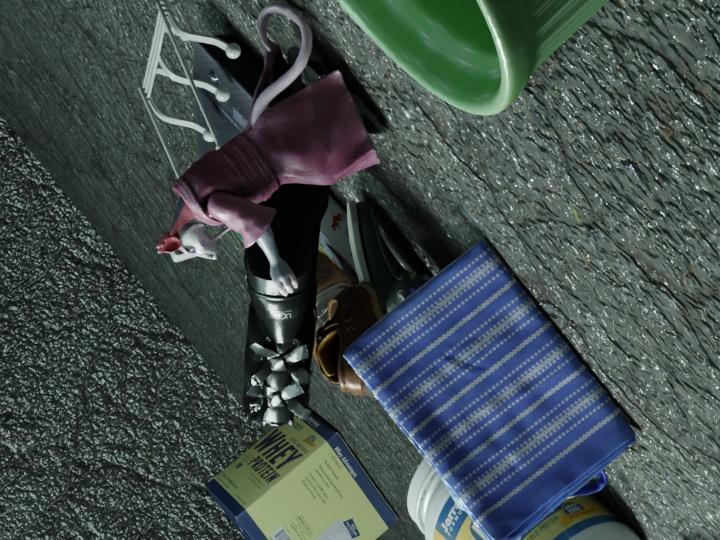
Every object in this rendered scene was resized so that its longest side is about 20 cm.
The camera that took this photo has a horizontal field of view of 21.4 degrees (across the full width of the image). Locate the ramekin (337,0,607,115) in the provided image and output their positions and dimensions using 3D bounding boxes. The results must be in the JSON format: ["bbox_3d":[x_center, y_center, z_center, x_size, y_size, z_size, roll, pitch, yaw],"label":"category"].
[{"bbox_3d":[0.041,-0.182,0.918,0.200,0.098,0.200,48,169,13],"label":"ramekin"}]

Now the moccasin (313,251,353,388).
[{"bbox_3d":[-0.031,0.047,1.842,0.078,0.074,0.201,55,177,34],"label":"moccasin"}]

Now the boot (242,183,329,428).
[{"bbox_3d":[-0.065,0.020,1.597,0.198,0.073,0.163,-88,0,-52],"label":"boot"}]

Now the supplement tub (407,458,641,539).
[{"bbox_3d":[0.150,0.245,1.753,0.200,0.145,0.145,41,165,41],"label":"supplement tub"}]

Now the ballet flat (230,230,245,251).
[{"bbox_3d":[-0.075,-0.023,2.009,0.200,0.071,0.071,46,168,23],"label":"ballet flat"}]

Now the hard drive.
[{"bbox_3d":[-0.100,-0.118,1.752,0.135,0.042,0.200,46,155,25],"label":"hard drive"}]

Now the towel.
[{"bbox_3d":[0.100,0.098,1.476,0.200,0.145,0.024,51,-175,-2],"label":"towel"}]

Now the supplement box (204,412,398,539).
[{"bbox_3d":[-0.090,0.357,2.935,0.200,0.200,0.134,57,168,-28],"label":"supplement box"}]

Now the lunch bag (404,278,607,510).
[{"bbox_3d":[0.100,0.102,1.579,0.170,0.127,0.200,-179,67,-80],"label":"lunch bag"}]

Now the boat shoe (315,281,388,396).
[{"bbox_3d":[-0.007,0.058,1.612,0.200,0.067,0.072,-131,31,-72],"label":"boat shoe"}]

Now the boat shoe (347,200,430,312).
[{"bbox_3d":[0.037,0.026,1.716,0.073,0.062,0.200,-109,2,-80],"label":"boat shoe"}]

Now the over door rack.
[{"bbox_3d":[-0.140,-0.128,1.648,0.148,0.067,0.200,113,148,-59],"label":"over door rack"}]

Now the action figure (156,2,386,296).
[{"bbox_3d":[-0.081,-0.081,1.470,0.134,0.200,0.149,38,162,45],"label":"action figure"}]

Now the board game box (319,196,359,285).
[{"bbox_3d":[0.000,0.000,1.843,0.200,0.035,0.126,47,169,20],"label":"board game box"}]
